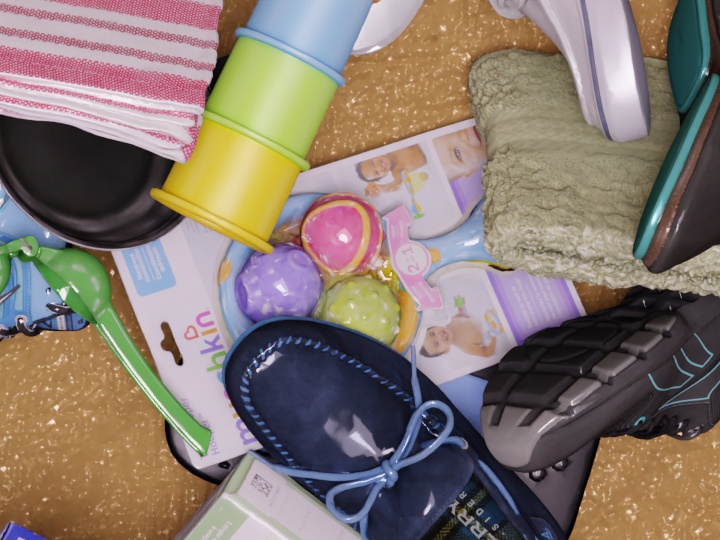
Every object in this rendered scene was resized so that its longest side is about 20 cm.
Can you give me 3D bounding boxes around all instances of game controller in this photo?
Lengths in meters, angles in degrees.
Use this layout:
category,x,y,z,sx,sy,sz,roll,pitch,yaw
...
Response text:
category,x,y,z,sx,sy,sz,roll,pitch,yaw
game controller,0.012,0.069,1.082,0.199,0.042,0.105,18,78,-6

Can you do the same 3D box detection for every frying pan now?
category,x,y,z,sx,sy,sz,roll,pitch,yaw
frying pan,-0.099,-0.088,1.046,0.115,0.031,0.190,47,56,-13

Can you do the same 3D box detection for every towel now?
category,x,y,z,sx,sy,sz,roll,pitch,yaw
towel,-0.132,-0.127,1.014,0.145,0.201,0.030,10,131,-6
towel,0.149,-0.041,1.060,0.199,0.149,0.037,6,131,-7

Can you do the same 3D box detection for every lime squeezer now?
category,x,y,z,sx,sy,sz,roll,pitch,yaw
lime squeezer,-0.153,0.018,1.004,0.199,0.038,0.071,17,94,-13

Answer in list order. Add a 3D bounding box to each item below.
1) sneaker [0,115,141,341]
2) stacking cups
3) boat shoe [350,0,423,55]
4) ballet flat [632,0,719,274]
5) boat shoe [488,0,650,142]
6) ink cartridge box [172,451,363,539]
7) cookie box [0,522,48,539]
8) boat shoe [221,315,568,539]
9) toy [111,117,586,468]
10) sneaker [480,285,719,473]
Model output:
category,x,y,z,sx,sy,sz,roll,pitch,yaw
sneaker,-0.167,0.014,1.049,0.090,0.078,0.201,31,88,-9
stacking cups,-0.022,-0.109,1.013,0.060,0.061,0.201,26,84,-6
boat shoe,0.007,-0.197,1.067,0.070,0.064,0.201,7,91,-5
ballet flat,0.165,-0.064,1.015,0.068,0.201,0.068,20,132,-2
boat shoe,0.082,-0.144,1.063,0.065,0.074,0.201,-18,66,9
ink cartridge box,-0.015,0.193,1.053,0.200,0.048,0.146,38,118,-4
cookie box,-0.097,0.227,0.978,0.199,0.075,0.172,26,122,0
boat shoe,0.029,0.088,1.013,0.200,0.069,0.084,33,100,-22
toy,0.000,0.000,1.050,0.199,0.047,0.116,-18,75,-20
sneaker,0.133,0.048,1.051,0.200,0.075,0.080,-33,115,-38
